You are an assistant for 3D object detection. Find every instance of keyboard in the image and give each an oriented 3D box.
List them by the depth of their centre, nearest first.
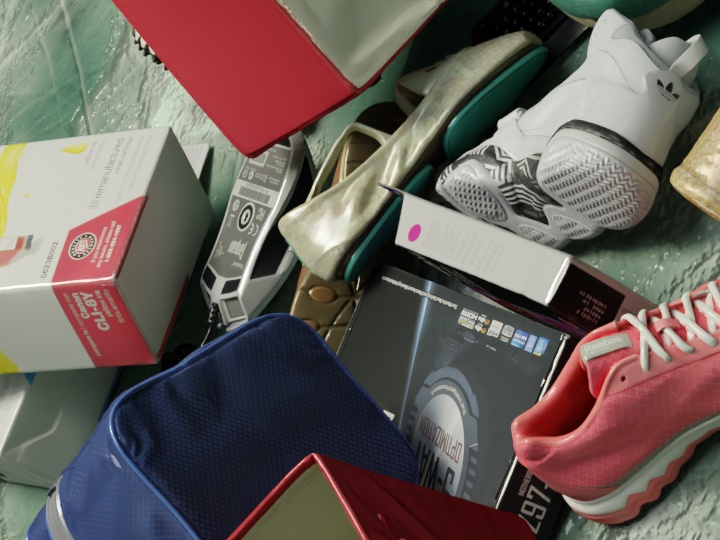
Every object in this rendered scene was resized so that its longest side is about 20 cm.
[{"bbox_3d":[0.130,-0.199,1.725,0.200,0.040,0.104,-44,38,22],"label":"keyboard"}]

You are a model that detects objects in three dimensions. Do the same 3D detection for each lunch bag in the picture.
[{"bbox_3d":[-0.074,0.126,1.542,0.136,0.200,0.132,50,130,11],"label":"lunch bag"}]

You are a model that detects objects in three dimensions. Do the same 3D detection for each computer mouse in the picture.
[{"bbox_3d":[-0.068,0.005,1.837,0.110,0.044,0.201,23,90,61],"label":"computer mouse"}]

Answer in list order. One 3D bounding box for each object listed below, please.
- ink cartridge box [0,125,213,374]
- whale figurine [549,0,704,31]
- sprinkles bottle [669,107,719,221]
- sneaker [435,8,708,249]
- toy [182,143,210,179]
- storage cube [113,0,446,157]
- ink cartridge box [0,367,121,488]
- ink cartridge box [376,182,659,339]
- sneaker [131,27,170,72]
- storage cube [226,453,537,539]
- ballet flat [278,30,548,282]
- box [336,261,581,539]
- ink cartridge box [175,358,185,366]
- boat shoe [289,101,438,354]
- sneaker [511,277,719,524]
[{"bbox_3d":[-0.216,-0.010,1.893,0.199,0.084,0.146,-6,45,23],"label":"ink cartridge box"},{"bbox_3d":[0.160,-0.239,1.633,0.158,0.104,0.201,14,78,40],"label":"whale figurine"},{"bbox_3d":[0.242,-0.110,1.485,0.201,0.068,0.068,-57,34,6],"label":"sprinkles bottle"},{"bbox_3d":[0.124,-0.078,1.617,0.115,0.075,0.200,-57,19,-19],"label":"sneaker"},{"bbox_3d":[-0.199,-0.023,1.999,0.199,0.047,0.116,-5,46,23],"label":"toy"},{"bbox_3d":[-0.036,-0.201,1.735,0.171,0.200,0.180,-44,8,-23],"label":"storage cube"},{"bbox_3d":[-0.256,0.083,2.001,0.199,0.068,0.117,3,67,53],"label":"ink cartridge box"},{"bbox_3d":[0.087,0.002,1.583,0.200,0.094,0.037,28,89,57],"label":"ink cartridge box"},{"bbox_3d":[-0.084,-0.161,1.960,0.200,0.066,0.091,28,86,53],"label":"sneaker"},{"bbox_3d":[0.015,0.222,1.407,0.200,0.179,0.171,-47,52,18],"label":"storage cube"},{"bbox_3d":[0.028,-0.081,1.686,0.200,0.062,0.068,-48,-13,-13],"label":"ballet flat"},{"bbox_3d":[0.045,0.094,1.606,0.200,0.043,0.161,23,89,56],"label":"box"},{"bbox_3d":[-0.111,0.166,1.690,0.145,0.087,0.201,146,143,-72],"label":"ink cartridge box"},{"bbox_3d":[0.000,-0.001,1.735,0.068,0.072,0.201,132,154,-78],"label":"boat shoe"},{"bbox_3d":[0.158,0.050,1.461,0.200,0.087,0.074,-46,37,21],"label":"sneaker"}]
